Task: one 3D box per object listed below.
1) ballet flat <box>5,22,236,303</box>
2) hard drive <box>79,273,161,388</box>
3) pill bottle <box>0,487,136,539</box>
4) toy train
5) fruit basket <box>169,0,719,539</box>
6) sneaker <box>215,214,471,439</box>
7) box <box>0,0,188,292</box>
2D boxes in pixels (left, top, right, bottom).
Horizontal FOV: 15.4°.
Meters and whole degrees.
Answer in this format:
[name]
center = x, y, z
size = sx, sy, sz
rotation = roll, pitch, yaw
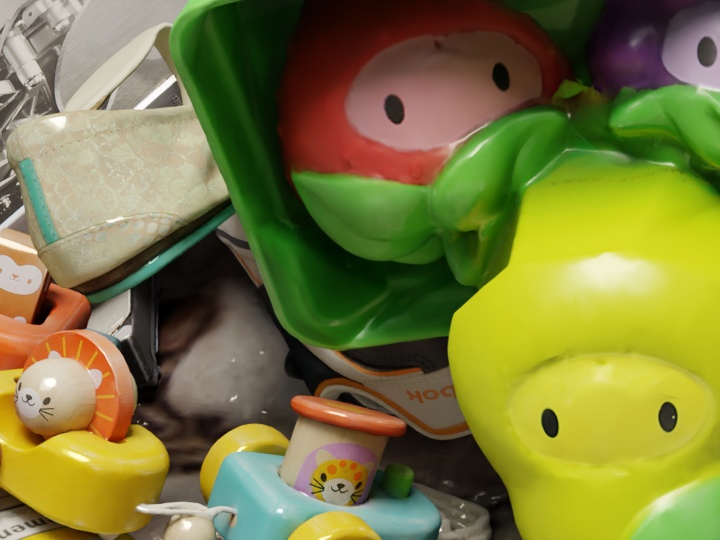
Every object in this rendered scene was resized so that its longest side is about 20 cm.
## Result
[ballet flat]
center = -0.035, -0.054, 0.814
size = 0.067, 0.063, 0.200
rotation = -26, 6, 35
[hard drive]
center = -0.171, 0.007, 0.957
size = 0.199, 0.038, 0.140
rotation = -12, 44, 8
[pill bottle]
center = -0.112, 0.112, 0.774
size = 0.111, 0.112, 0.200
rotation = -39, 46, -19
[toy train]
center = -0.051, 0.037, 0.786
size = 0.199, 0.056, 0.150
rotation = 20, 16, 6
[fruit basket]
center = 0.063, -0.019, 0.690
size = 0.214, 0.156, 0.216
rotation = -10, 46, 10
[sneaker]
center = 0.000, 0.000, 0.878
size = 0.078, 0.080, 0.200
rotation = -22, 18, -4
[box]
center = -0.140, -0.066, 0.936
size = 0.158, 0.048, 0.200
rotation = -41, 46, -5
